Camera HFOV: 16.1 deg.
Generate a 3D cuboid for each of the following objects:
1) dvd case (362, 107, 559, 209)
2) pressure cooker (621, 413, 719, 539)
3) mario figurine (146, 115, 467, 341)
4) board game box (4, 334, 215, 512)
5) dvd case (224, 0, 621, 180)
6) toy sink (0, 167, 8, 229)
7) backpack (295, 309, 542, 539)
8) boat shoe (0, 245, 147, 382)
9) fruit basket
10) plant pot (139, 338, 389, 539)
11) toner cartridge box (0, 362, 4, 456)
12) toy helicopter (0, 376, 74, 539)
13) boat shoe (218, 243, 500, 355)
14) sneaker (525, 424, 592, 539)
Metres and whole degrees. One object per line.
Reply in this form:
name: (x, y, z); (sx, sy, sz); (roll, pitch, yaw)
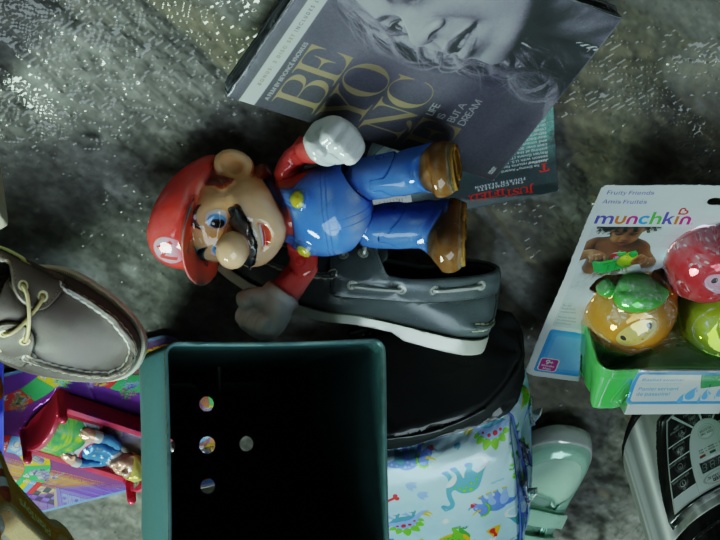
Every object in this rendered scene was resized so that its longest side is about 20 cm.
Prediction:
dvd case: (0.050, -0.109, 1.597); (0.145, 0.022, 0.201); (-12, 137, -2)
pressure cooker: (0.292, 0.179, 1.840); (0.177, 0.201, 0.177); (2, 137, -16)
mario figurine: (-0.035, -0.024, 1.570); (0.198, 0.125, 0.106); (-6, 172, 9)
board game box: (-0.175, 0.122, 1.773); (0.198, 0.039, 0.159); (-14, 138, 0)
dvd case: (0.038, -0.132, 1.542); (0.199, 0.016, 0.149); (16, 130, -28)
toy sink: (-0.299, -0.103, 1.446); (0.129, 0.113, 0.200); (-18, 143, 6)
backpack: (0.051, 0.136, 1.789); (0.162, 0.155, 0.200); (-12, 152, -1)
boat shoe: (-0.226, 0.018, 1.578); (0.199, 0.060, 0.072); (27, 94, -6)
fruit basket: (0.223, 0.016, 1.714); (0.184, 0.094, 0.200); (1, 145, -16)
plant pot: (-0.077, 0.118, 1.651); (0.140, 0.143, 0.200); (-1, 178, -16)
toner cartridge box: (-0.284, 0.082, 1.685); (0.094, 0.043, 0.201); (-2, 130, -10)
toy helicopter: (-0.234, 0.149, 1.637); (0.079, 0.133, 0.200); (-28, 132, 10)
boat shoe: (0.000, 0.000, 1.672); (0.199, 0.073, 0.062); (16, 110, -17)
sneaker: (0.123, 0.212, 1.891); (0.073, 0.119, 0.201); (13, 131, -24)
